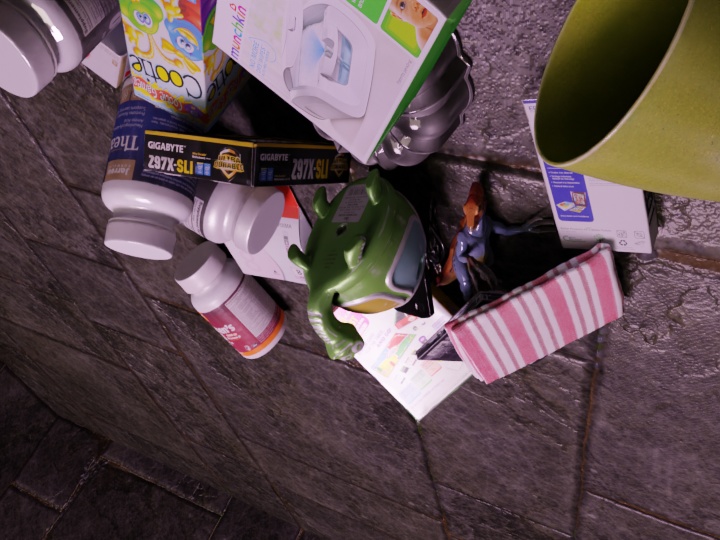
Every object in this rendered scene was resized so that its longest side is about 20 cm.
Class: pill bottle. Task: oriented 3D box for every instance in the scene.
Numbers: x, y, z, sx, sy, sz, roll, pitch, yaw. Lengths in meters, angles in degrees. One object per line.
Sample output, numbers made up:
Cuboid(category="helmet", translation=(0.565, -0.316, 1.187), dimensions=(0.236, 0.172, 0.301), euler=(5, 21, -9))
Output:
Cuboid(category="pill bottle", translation=(-0.253, -0.123, 0.876), dimensions=(0.108, 0.206, 0.111), euler=(7, 168, 1))
Cuboid(category="pill bottle", translation=(-0.317, -0.285, 0.755), dimensions=(0.111, 0.202, 0.115), euler=(21, 149, 14))
Cuboid(category="pill bottle", translation=(-0.225, 0.051, 1.251), dimensions=(0.108, 0.111, 0.201), euler=(-5, 135, 44))
Cuboid(category="pill bottle", translation=(-0.209, -0.110, 0.985), dimensions=(0.197, 0.117, 0.117), euler=(28, 150, 12))

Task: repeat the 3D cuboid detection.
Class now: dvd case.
Cuboid(category="dvd case", translation=(0.185, 0.074, 0.883), dimensions=(0.195, 0.016, 0.149), euler=(6, 145, -28))

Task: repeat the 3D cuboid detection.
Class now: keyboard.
Cuboid(category="keyboard", translation=(0.069, -0.037, 0.892), dimensions=(0.103, 0.039, 0.205), euler=(17, 126, 47))

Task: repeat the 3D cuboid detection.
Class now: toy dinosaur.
Cuboid(category="toy dinosaur", translation=(0.124, -0.026, 0.850), dimensions=(0.197, 0.105, 0.184), euler=(11, 135, 40))

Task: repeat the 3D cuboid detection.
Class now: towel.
Cuboid(category="towel", translation=(0.200, 0.051, 0.810), dimensions=(0.197, 0.030, 0.147), euler=(-28, 143, 8))

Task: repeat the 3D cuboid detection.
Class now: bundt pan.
Cuboid(category="bundt pan", translation=(0.013, -0.184, 0.736), dimensions=(0.198, 0.077, 0.204), euler=(22, 149, 14))

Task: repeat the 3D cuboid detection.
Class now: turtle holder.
Cuboid(category="turtle holder", translation=(0.008, -0.007, 0.809), dimensions=(0.139, 0.189, 0.131), euler=(-28, 132, 30))

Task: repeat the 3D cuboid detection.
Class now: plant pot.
Cuboid(category="plant pot", translation=(0.260, -0.130, 0.524), dimensions=(0.196, 0.191, 0.187), euler=(20, 152, -13))

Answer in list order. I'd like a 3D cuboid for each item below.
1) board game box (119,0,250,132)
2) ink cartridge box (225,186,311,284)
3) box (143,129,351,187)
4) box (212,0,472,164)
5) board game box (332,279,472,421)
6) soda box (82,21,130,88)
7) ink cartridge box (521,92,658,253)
Cuboid(category="board game box", translation=(-0.181, -0.267, 0.757), dimensions=(0.101, 0.106, 0.201), euler=(26, 150, 6))
Cuboid(category="ink cartridge box", translation=(-0.149, -0.065, 1.078), dimensions=(0.159, 0.058, 0.201), euler=(9, 148, 32))
Cuboid(category="box", translation=(-0.124, -0.131, 0.832), dimensions=(0.156, 0.199, 0.051), euler=(13, 104, 29))
Cuboid(category="box", translation=(-0.013, -0.213, 0.552), dimensions=(0.175, 0.097, 0.200), euler=(37, 155, -2))
Cuboid(category="board game box", translation=(0.064, 0.088, 0.990), dimensions=(0.200, 0.040, 0.153), euler=(45, 113, -5))
Cuboid(category="soda box", translation=(-0.360, -0.321, 0.878), dimensions=(0.198, 0.064, 0.068), euler=(36, 149, -9))
Cuboid(category="ink cartridge box", translation=(0.229, -0.100, 0.703), dimensions=(0.097, 0.040, 0.202), euler=(7, 143, 34))
